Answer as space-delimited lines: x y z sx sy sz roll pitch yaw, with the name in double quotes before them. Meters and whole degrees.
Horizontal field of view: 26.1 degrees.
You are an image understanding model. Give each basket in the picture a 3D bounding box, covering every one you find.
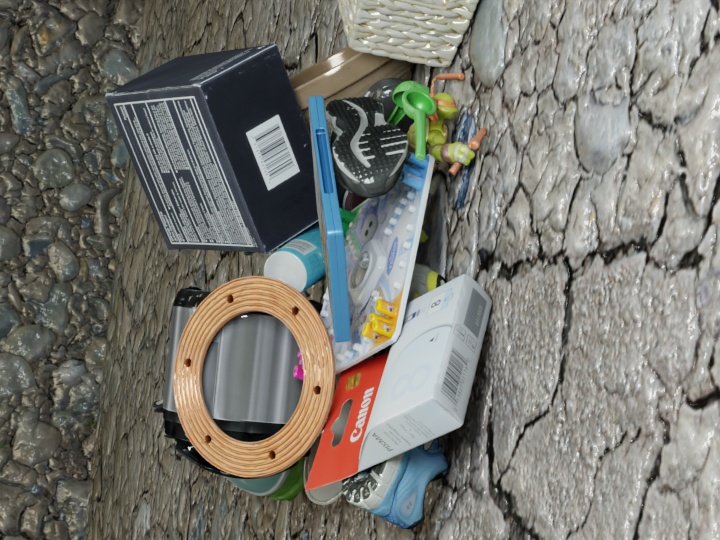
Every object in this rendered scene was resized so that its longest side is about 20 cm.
"basket" 0.046 -0.326 1.676 0.201 0.134 0.124 -100 24 -49

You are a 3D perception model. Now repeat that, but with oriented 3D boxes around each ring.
"ring" -0.106 0.107 1.561 0.199 0.019 0.203 -5 81 32

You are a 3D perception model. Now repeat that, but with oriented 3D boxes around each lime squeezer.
"lime squeezer" 0.045 -0.154 1.539 0.071 0.038 0.200 -54 15 1

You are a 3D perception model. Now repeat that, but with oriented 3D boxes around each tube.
"tube" -0.044 -0.022 1.724 0.050 0.077 0.200 -49 -6 26

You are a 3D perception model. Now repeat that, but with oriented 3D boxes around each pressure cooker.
"pressure cooker" -0.130 0.124 1.685 0.176 0.177 0.202 180 96 -69

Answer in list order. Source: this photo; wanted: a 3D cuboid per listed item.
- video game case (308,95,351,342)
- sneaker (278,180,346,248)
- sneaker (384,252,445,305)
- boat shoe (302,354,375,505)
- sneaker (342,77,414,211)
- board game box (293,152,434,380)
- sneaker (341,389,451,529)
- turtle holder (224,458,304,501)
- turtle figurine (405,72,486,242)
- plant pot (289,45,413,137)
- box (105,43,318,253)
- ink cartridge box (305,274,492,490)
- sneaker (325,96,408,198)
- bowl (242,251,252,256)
"video game case" -0.030 -0.052 1.501 0.201 0.018 0.144 -99 4 -46
"sneaker" -0.026 -0.080 1.875 0.200 0.079 0.078 -49 -11 33
"sneaker" 0.022 0.048 1.629 0.200 0.076 0.076 140 139 -61
"boat shoe" -0.021 0.164 1.744 0.057 0.066 0.202 109 173 -82
"sneaker" 0.035 -0.102 1.710 0.116 0.075 0.201 -110 24 -50
"board game box" 0.000 0.000 1.559 0.200 0.026 0.202 -33 41 57
"sneaker" 0.045 0.164 1.490 0.078 0.090 0.201 -26 31 40
"turtle holder" -0.102 0.197 1.842 0.185 0.131 0.142 -8 67 60
"turtle figurine" 0.069 -0.115 1.597 0.200 0.064 0.163 -115 39 -62
"plant pot" -0.013 -0.201 1.788 0.093 0.200 0.201 61 167 -11
"box" -0.156 -0.135 1.732 0.197 0.123 0.202 3 119 49
"ink cartridge box" 0.024 0.105 1.445 0.199 0.047 0.161 -27 30 35
"sneaker" 0.008 -0.106 1.519 0.200 0.073 0.081 -101 7 -66
"bowl" -0.107 -0.125 1.929 0.201 0.105 0.201 -45 -2 -2
